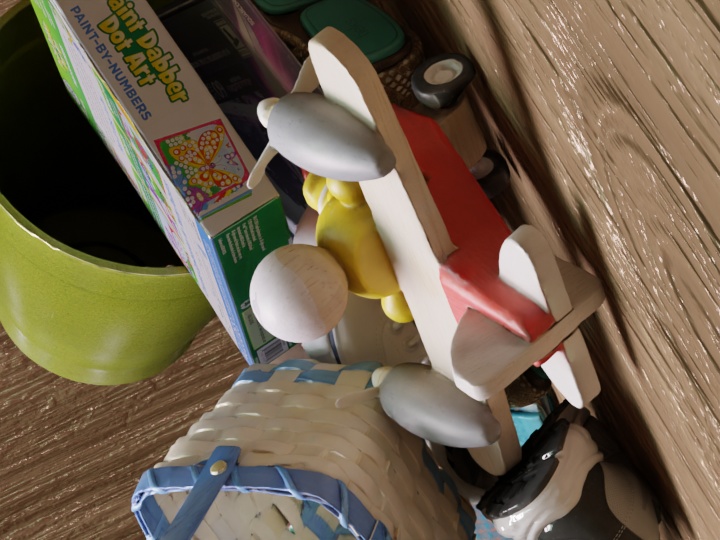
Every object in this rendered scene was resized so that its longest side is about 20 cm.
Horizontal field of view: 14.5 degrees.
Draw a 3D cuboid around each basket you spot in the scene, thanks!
[{"bbox_3d":[-0.033,0.156,1.359,0.177,0.139,0.200,61,-143,-34],"label":"basket"}]

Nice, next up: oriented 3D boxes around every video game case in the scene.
[{"bbox_3d":[-0.031,-0.059,1.446,0.200,0.019,0.143,52,162,-11],"label":"video game case"}]

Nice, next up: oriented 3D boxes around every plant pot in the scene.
[{"bbox_3d":[-0.139,-0.035,1.628,0.201,0.200,0.193,64,156,24],"label":"plant pot"}]

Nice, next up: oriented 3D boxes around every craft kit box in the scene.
[{"bbox_3d":[-0.099,-0.066,1.424,0.198,0.048,0.200,53,171,18],"label":"craft kit box"}]

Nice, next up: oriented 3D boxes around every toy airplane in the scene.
[{"bbox_3d":[0.021,-0.001,1.262,0.199,0.141,0.200,97,149,-83],"label":"toy airplane"}]

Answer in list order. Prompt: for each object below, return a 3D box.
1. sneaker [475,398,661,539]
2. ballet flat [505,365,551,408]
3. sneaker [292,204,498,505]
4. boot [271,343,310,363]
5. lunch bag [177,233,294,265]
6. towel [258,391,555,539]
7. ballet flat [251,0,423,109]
[{"bbox_3d":[0.106,0.114,1.378,0.079,0.074,0.200,38,-175,0],"label":"sneaker"},{"bbox_3d":[0.037,-0.012,1.518,0.070,0.065,0.200,7,-123,-62],"label":"ballet flat"},{"bbox_3d":[0.025,0.041,1.418,0.073,0.071,0.200,-65,-35,-37],"label":"sneaker"},{"bbox_3d":[0.000,0.000,1.582,0.070,0.146,0.200,86,159,-83],"label":"boot"},{"bbox_3d":[-0.056,-0.107,1.756,0.094,0.150,0.201,-9,99,45],"label":"lunch bag"},{"bbox_3d":[0.032,0.139,1.685,0.022,0.199,0.147,-88,-18,-46],"label":"towel"},{"bbox_3d":[-0.015,-0.120,1.476,0.200,0.070,0.065,-117,9,-58],"label":"ballet flat"}]
